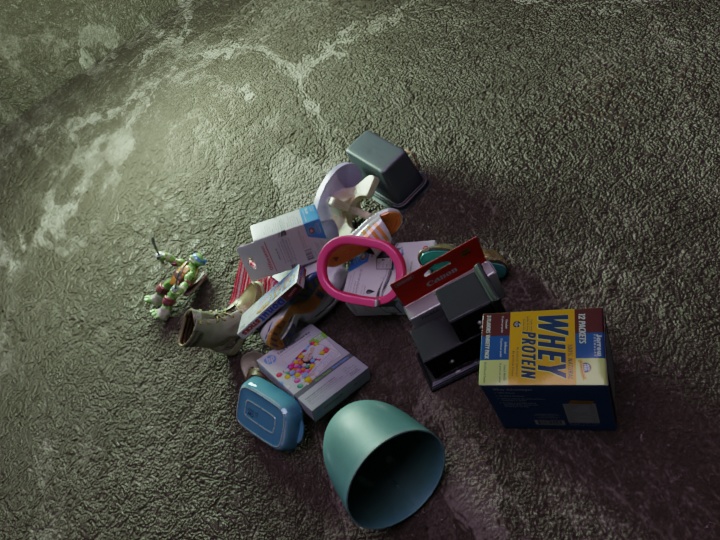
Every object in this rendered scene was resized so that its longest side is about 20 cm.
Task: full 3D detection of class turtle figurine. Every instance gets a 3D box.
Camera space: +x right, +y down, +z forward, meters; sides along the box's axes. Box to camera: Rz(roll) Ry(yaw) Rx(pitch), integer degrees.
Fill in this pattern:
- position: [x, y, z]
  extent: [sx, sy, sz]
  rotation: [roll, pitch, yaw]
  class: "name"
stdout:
- position: [-0.512, 0.022, 1.606]
  extent: [0.144, 0.200, 0.194]
  rotation: [38, 104, 9]
  class: "turtle figurine"

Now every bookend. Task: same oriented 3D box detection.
- position: [0.181, 0.114, 1.169]
  extent: [0.199, 0.200, 0.092]
  rotation: [-27, 49, 6]
  class: "bookend"

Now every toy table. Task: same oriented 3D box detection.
- position: [-0.029, -0.156, 1.492]
  extent: [0.117, 0.184, 0.200]
  rotation: [28, 109, 47]
  class: "toy table"

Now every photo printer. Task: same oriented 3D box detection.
- position: [-0.126, 0.029, 1.471]
  extent: [0.166, 0.069, 0.200]
  rotation: [-48, 50, -10]
  class: "photo printer"

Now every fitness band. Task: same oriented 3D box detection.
- position: [0.000, 0.000, 1.300]
  extent: [0.200, 0.037, 0.144]
  rotation: [10, 97, 23]
  class: "fitness band"

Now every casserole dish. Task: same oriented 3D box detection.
- position: [-0.198, 0.302, 1.285]
  extent: [0.200, 0.039, 0.121]
  rotation: [21, 105, 39]
  class: "casserole dish"

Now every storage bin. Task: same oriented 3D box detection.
- position: [0.066, -0.264, 1.540]
  extent: [0.146, 0.134, 0.200]
  rotation: [-45, 50, -8]
  class: "storage bin"

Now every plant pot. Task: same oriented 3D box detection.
- position: [0.025, 0.330, 1.107]
  extent: [0.201, 0.201, 0.161]
  rotation: [-44, 36, -8]
  class: "plant pot"

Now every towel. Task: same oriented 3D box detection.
- position: [-0.250, 0.066, 1.486]
  extent: [0.200, 0.022, 0.145]
  rotation: [33, 114, 40]
  class: "towel"

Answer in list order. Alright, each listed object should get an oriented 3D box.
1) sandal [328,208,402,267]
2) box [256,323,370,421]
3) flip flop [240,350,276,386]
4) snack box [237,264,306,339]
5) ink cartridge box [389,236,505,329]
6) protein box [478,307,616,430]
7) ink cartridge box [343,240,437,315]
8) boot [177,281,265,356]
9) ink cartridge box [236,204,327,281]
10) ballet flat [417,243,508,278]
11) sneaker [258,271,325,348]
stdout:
- position: [0.012, -0.054, 1.351]
  extent: [0.207, 0.079, 0.059]
  rotation: [-34, 47, 12]
  class: "sandal"
- position: [-0.101, 0.212, 1.316]
  extent: [0.156, 0.041, 0.200]
  rotation: [-33, 44, -27]
  class: "box"
- position: [-0.220, 0.256, 1.363]
  extent: [0.081, 0.058, 0.200]
  rotation: [-33, 52, 8]
  class: "flip flop"
- position: [-0.196, 0.069, 1.346]
  extent: [0.200, 0.024, 0.072]
  rotation: [-40, 24, 24]
  class: "snack box"
- position: [0.180, 0.041, 1.238]
  extent: [0.200, 0.174, 0.044]
  rotation: [-30, 49, 5]
  class: "ink cartridge box"
- position: [0.325, 0.175, 1.052]
  extent: [0.198, 0.200, 0.135]
  rotation: [-5, 55, 24]
  class: "protein box"
- position: [0.076, 0.018, 1.367]
  extent: [0.200, 0.086, 0.147]
  rotation: [-4, 56, 26]
  class: "ink cartridge box"
- position: [-0.320, 0.103, 1.422]
  extent: [0.072, 0.155, 0.200]
  rotation: [42, 106, 43]
  class: "boot"
- position: [-0.180, -0.063, 1.428]
  extent: [0.200, 0.116, 0.067]
  rotation: [-19, 42, -3]
  class: "ink cartridge box"
- position: [0.213, -0.026, 1.297]
  extent: [0.200, 0.071, 0.071]
  rotation: [9, 55, -9]
  class: "ballet flat"
- position: [-0.158, 0.075, 1.368]
  extent: [0.200, 0.075, 0.088]
  rotation: [-50, 38, -9]
  class: "sneaker"
